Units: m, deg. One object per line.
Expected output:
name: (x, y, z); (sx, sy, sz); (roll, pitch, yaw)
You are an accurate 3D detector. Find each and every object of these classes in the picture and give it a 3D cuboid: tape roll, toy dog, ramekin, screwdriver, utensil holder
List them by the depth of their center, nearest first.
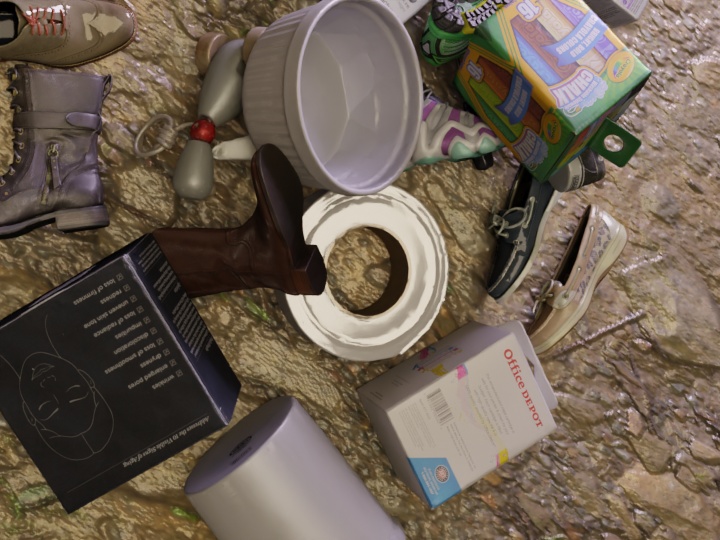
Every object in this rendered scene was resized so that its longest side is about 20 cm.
ramekin: (-0.033, -0.180, 1.056); (0.198, 0.104, 0.205); (-6, 98, -48)
toy dog: (-0.141, -0.167, 1.097); (0.202, 0.131, 0.096); (-56, 142, 0)
utensil holder: (-0.074, 0.264, 1.110); (0.169, 0.170, 0.201); (-39, 100, -10)
tape roll: (0.000, 0.000, 1.160); (0.198, 0.071, 0.207); (-1, 94, -17)
screwdriver: (0.123, -0.218, 1.207); (0.027, 0.029, 0.204); (-18, 95, -14)

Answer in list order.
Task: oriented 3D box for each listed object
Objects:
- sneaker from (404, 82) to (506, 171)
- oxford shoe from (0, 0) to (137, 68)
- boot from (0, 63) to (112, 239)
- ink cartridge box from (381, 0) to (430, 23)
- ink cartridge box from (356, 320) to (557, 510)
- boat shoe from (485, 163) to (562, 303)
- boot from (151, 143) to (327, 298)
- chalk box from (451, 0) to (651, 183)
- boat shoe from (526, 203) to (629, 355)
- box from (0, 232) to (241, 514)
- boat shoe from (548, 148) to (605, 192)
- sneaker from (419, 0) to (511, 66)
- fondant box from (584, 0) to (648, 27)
sneaker: (0.081, -0.192, 1.158); (0.196, 0.078, 0.143); (-12, 93, -4)
oxford shoe: (-0.328, -0.247, 1.043); (0.196, 0.075, 0.072); (-11, 96, -16)
boot: (-0.353, -0.125, 1.058); (0.196, 0.069, 0.178); (-6, 90, -20)
ink cartridge box: (0.040, -0.367, 1.139); (0.199, 0.083, 0.147); (-42, 104, -11)
ink cartridge box: (0.119, 0.155, 1.177); (0.198, 0.125, 0.130); (-29, 101, -13)
boat shoe: (0.189, -0.062, 1.209); (0.061, 0.075, 0.203); (27, 85, -18)
boot: (-0.149, -0.043, 1.051); (0.065, 0.196, 0.189); (-60, 143, -46)
chalk box: (0.214, -0.188, 1.084); (0.123, 0.125, 0.201); (-36, 78, -19)
boat shoe: (0.253, 0.012, 1.240); (0.062, 0.073, 0.201); (38, 72, -9)
box: (-0.257, 0.102, 1.039); (0.198, 0.124, 0.199); (-28, 100, 7)
boat shoe: (0.223, -0.185, 1.191); (0.063, 0.071, 0.203); (-15, 72, -21)
sneaker: (0.134, -0.296, 1.165); (0.199, 0.085, 0.078); (-29, 75, -39)
fondant box: (0.282, -0.415, 1.221); (0.198, 0.058, 0.146); (33, 85, -17)
